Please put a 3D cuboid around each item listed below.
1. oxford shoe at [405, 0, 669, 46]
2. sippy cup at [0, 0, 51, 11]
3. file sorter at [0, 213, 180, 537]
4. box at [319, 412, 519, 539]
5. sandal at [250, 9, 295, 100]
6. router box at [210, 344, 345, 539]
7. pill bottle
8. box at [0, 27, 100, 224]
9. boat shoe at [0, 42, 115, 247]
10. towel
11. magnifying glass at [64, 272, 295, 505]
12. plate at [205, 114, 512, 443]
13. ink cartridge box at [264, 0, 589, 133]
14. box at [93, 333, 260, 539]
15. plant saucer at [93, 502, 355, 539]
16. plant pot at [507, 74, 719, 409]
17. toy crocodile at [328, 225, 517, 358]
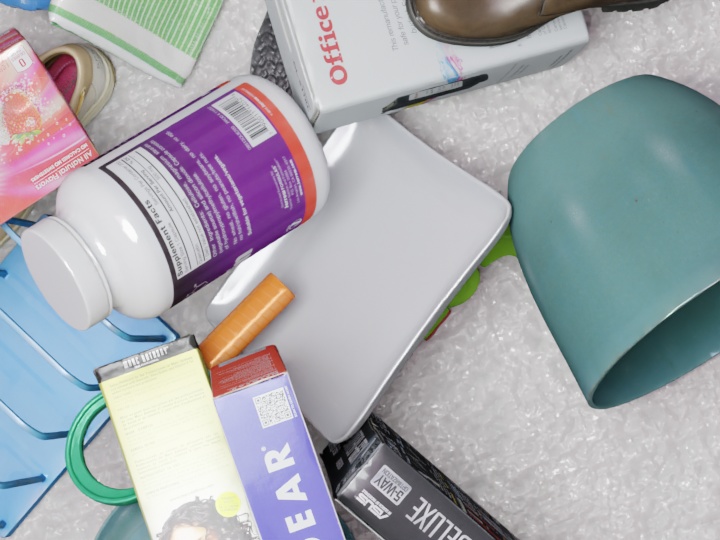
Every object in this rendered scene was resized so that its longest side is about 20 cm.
[{"bbox_3d":[0.127,-0.199,1.262,0.199,0.084,0.073,-16,86,-10],"label":"oxford shoe"},{"bbox_3d":[-0.231,-0.262,1.375,0.177,0.140,0.131,8,122,2],"label":"sippy cup"},{"bbox_3d":[-0.256,0.076,1.377,0.139,0.123,0.200,42,94,8],"label":"file sorter"},{"bbox_3d":[0.051,0.167,1.269,0.158,0.200,0.050,41,90,-5],"label":"box"},{"bbox_3d":[-0.034,-0.191,1.395,0.075,0.048,0.201,5,75,6],"label":"sandal"},{"bbox_3d":[-0.040,0.156,1.214,0.049,0.179,0.201,-19,95,-4],"label":"router box"},{"bbox_3d":[-0.125,-0.042,1.299,0.200,0.112,0.113,-34,82,-25],"label":"pill bottle"},{"bbox_3d":[-0.290,-0.069,1.320,0.200,0.095,0.103,-33,109,-6],"label":"box"},{"bbox_3d":[-0.261,-0.088,1.411,0.074,0.069,0.200,36,93,9],"label":"boat shoe"},{"bbox_3d":[-0.132,-0.242,1.363,0.023,0.152,0.201,29,93,38],"label":"towel"},{"bbox_3d":[-0.123,0.081,1.337,0.080,0.022,0.200,43,87,18],"label":"magnifying glass"},{"bbox_3d":[0.000,0.000,1.340,0.200,0.032,0.200,-53,42,3],"label":"plate"},{"bbox_3d":[0.037,-0.193,1.331,0.199,0.083,0.146,-16,85,-10],"label":"ink cartridge box"},{"bbox_3d":[-0.111,0.149,1.285,0.075,0.050,0.201,-21,80,-3],"label":"box"},{"bbox_3d":[-0.092,0.227,1.324,0.199,0.027,0.201,5,62,-9],"label":"plant saucer"},{"bbox_3d":[0.192,-0.030,1.278,0.200,0.201,0.161,-35,71,6],"label":"plant pot"},{"bbox_3d":[0.033,0.028,1.366,0.200,0.062,0.068,-45,43,7],"label":"toy crocodile"}]
